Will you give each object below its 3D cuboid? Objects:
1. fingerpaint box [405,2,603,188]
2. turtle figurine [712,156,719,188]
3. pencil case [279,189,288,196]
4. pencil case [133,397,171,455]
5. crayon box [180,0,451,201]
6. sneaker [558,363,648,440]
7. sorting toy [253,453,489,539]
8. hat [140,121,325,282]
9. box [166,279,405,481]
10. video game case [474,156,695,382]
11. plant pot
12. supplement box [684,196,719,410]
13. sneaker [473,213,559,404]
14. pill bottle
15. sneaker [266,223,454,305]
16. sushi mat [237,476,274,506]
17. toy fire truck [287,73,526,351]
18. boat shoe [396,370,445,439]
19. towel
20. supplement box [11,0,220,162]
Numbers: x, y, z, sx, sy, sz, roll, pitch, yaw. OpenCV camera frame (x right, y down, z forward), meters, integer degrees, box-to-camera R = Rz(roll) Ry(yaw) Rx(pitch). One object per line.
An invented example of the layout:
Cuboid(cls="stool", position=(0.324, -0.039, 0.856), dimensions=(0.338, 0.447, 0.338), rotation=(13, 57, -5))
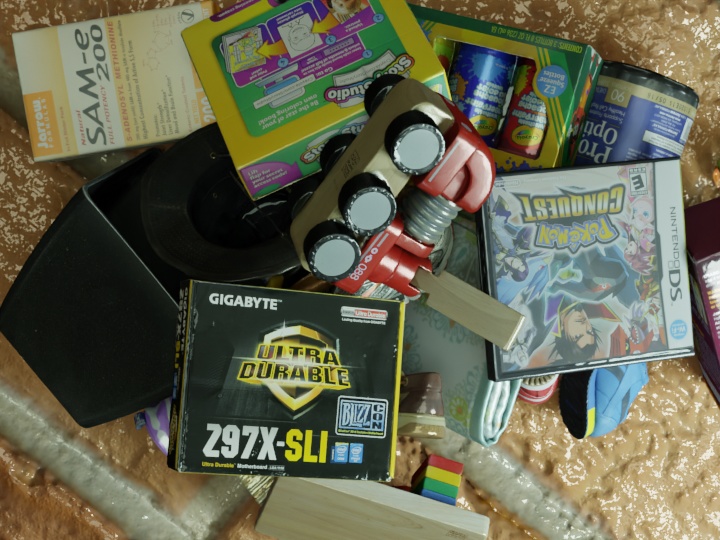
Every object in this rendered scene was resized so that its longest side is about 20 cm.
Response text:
Cuboid(cls="fingerpaint box", position=(0.109, -0.148, 1.227), dimensions=(0.198, 0.073, 0.169), rotation=(18, 93, 22))
Cuboid(cls="turtle figurine", position=(0.411, -0.076, 1.284), dimensions=(0.159, 0.065, 0.202), rotation=(24, 118, -6))
Cuboid(cls="pencil case", position=(-0.042, -0.133, 1.266), dimensions=(0.088, 0.078, 0.203), rotation=(1, 96, 14))
Cuboid(cls="pencil case", position=(-0.124, 0.117, 1.290), dimensions=(0.199, 0.086, 0.084), rotation=(-35, 122, 5))
Cuboid(cls="crayon box", position=(-0.041, -0.181, 1.160), dimensions=(0.198, 0.058, 0.174), rotation=(-25, 60, -1))
Cuboid(cls="sneaker", position=(0.247, 0.080, 1.267), dimensions=(0.077, 0.066, 0.202), rotation=(-15, 132, -18))
Cuboid(cls="sorting toy", position=(0.010, 0.224, 1.261), dimensions=(0.197, 0.199, 0.070), rotation=(17, 61, -4))
Cuboid(cls="hat", position=(-0.105, -0.052, 1.197), dimensions=(0.197, 0.081, 0.203), rotation=(2, 57, -2))
Cuboid(cls="box", position=(-0.063, 0.097, 1.119), dimensions=(0.197, 0.049, 0.162), rotation=(7, 86, -22))
Cuboid(cls="video game case", position=(0.202, -0.003, 1.160), dimensions=(0.197, 0.025, 0.184), rotation=(-6, 94, -15))
Cuboid(cls="plant pot", position=(-0.223, 0.031, 1.234), dimensions=(0.177, 0.200, 0.201), rotation=(-39, 96, 19))
Cuboid(cls="supplement box", position=(0.366, 0.042, 1.245), dimensions=(0.085, 0.111, 0.202), rotation=(-18, 114, 4))
Cuboid(cls="sneaker", position=(0.154, 0.037, 1.300), dimensions=(0.070, 0.113, 0.203), rotation=(-13, 67, 3))
Cuboid(cls="pill bottle", position=(0.246, -0.092, 1.256), dimensions=(0.110, 0.112, 0.203), rotation=(18, 95, -2))
Cuboid(cls="sneaker", position=(0.000, 0.000, 1.209), dimensions=(0.198, 0.082, 0.078), rotation=(-31, 57, -4))
Cuboid(cls="sushi mat", position=(-0.056, 0.145, 1.329), dimensions=(0.200, 0.012, 0.096), rotation=(-41, 94, 4))
Cuboid(cls="toy fire truck", position=(0.063, -0.037, 1.096), dimensions=(0.199, 0.129, 0.177), rotation=(28, 110, -30))
Cuboid(cls="boat shoe", position=(0.020, 0.117, 1.232), dimensions=(0.071, 0.199, 0.073), rotation=(7, 86, -25))
Cuboid(cls="towel", position=(0.092, 0.045, 1.242), dimensions=(0.048, 0.170, 0.203), rotation=(9, 101, -44))
Cuboid(cls="supplement box", position=(-0.226, -0.183, 1.261), dimensions=(0.197, 0.074, 0.128), rotation=(-10, 96, 1))
